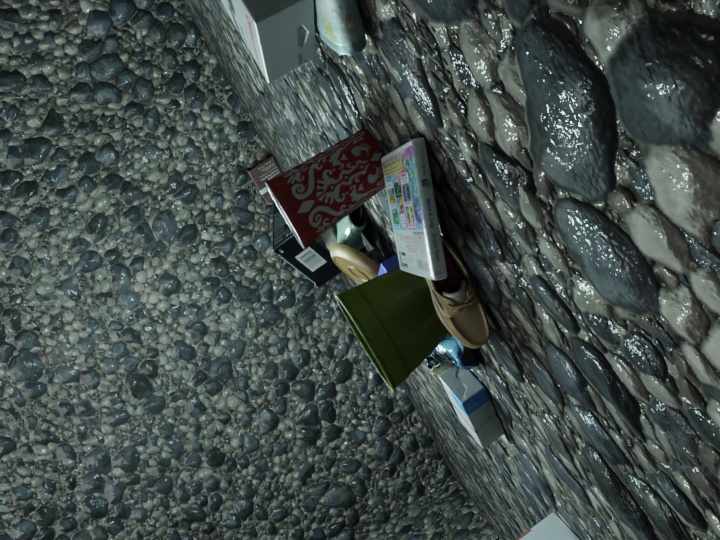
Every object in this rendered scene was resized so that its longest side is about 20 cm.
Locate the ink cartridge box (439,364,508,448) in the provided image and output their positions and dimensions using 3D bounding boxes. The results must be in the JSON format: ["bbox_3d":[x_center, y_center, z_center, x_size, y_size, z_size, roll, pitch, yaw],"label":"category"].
[{"bbox_3d":[0.266,0.328,1.336,0.203,0.067,0.116,62,173,-29],"label":"ink cartridge box"}]

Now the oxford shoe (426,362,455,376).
[{"bbox_3d":[0.197,0.228,1.384,0.203,0.073,0.071,62,173,-23],"label":"oxford shoe"}]

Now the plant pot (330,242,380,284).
[{"bbox_3d":[0.000,0.000,1.442,0.197,0.028,0.201,33,166,9],"label":"plant pot"}]

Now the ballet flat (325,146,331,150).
[{"bbox_3d":[-0.062,-0.239,1.335,0.072,0.070,0.200,57,174,3],"label":"ballet flat"}]

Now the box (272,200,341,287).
[{"bbox_3d":[-0.143,-0.102,1.600,0.196,0.116,0.203,40,-152,-39],"label":"box"}]

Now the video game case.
[{"bbox_3d":[0.075,-0.086,0.841,0.200,0.023,0.188,-156,55,-80],"label":"video game case"}]

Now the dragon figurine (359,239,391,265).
[{"bbox_3d":[0.048,-0.015,1.499,0.101,0.058,0.201,57,172,17],"label":"dragon figurine"}]

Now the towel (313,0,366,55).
[{"bbox_3d":[-0.066,-0.381,0.719,0.201,0.047,0.173,53,172,45],"label":"towel"}]

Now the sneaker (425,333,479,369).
[{"bbox_3d":[0.182,0.179,1.198,0.080,0.089,0.200,58,173,-7],"label":"sneaker"}]

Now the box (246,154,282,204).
[{"bbox_3d":[-0.501,-0.499,3.106,0.203,0.164,0.164,60,173,-20],"label":"box"}]

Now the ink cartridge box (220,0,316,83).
[{"bbox_3d":[-0.144,-0.381,0.755,0.203,0.082,0.145,59,172,9],"label":"ink cartridge box"}]

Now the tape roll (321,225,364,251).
[{"bbox_3d":[-0.057,-0.110,1.593,0.203,0.037,0.205,47,-154,-30],"label":"tape roll"}]

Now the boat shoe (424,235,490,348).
[{"bbox_3d":[0.143,0.033,0.888,0.203,0.073,0.069,60,180,-1],"label":"boat shoe"}]

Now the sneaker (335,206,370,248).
[{"bbox_3d":[-0.025,-0.153,1.490,0.119,0.072,0.204,121,147,-44],"label":"sneaker"}]

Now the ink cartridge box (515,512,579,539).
[{"bbox_3d":[0.443,0.683,1.251,0.203,0.143,0.145,60,174,-14],"label":"ink cartridge box"}]

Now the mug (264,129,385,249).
[{"bbox_3d":[-0.061,-0.161,1.031,0.135,0.197,0.178,61,174,-36],"label":"mug"}]

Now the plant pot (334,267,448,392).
[{"bbox_3d":[0.083,0.080,1.046,0.203,0.190,0.201,57,173,11],"label":"plant pot"}]

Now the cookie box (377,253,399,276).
[{"bbox_3d":[0.112,0.056,1.246,0.174,0.074,0.200,58,174,8],"label":"cookie box"}]
